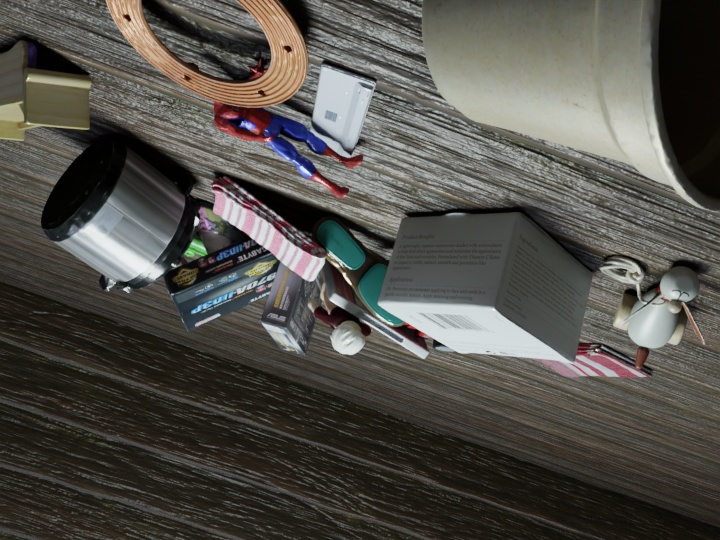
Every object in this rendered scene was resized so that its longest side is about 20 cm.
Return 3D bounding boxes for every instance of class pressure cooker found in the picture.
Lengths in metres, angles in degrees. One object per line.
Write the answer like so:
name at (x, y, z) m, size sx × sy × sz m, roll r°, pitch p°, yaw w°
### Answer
pressure cooker at (-0.342, -0.070, 1.212) m, size 0.175 × 0.180 × 0.200 m, roll -21°, pitch 135°, yaw 34°

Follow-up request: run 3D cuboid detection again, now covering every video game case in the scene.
video game case at (0.023, 0.061, 1.386) m, size 0.199 × 0.017 × 0.143 m, roll 33°, pitch -164°, yaw -21°

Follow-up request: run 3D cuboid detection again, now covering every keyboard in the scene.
keyboard at (-0.024, -0.166, 0.891) m, size 0.056 × 0.011 × 0.200 m, roll 24°, pitch 164°, yaw -1°

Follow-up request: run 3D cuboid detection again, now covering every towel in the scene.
towel at (-0.142, -0.056, 1.246) m, size 0.199 × 0.030 × 0.146 m, roll 37°, pitch 164°, yaw 1°
towel at (0.410, 0.169, 1.507) m, size 0.143 × 0.023 × 0.199 m, roll 25°, pitch 163°, yaw -26°

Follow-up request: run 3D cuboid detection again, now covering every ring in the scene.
ring at (-0.139, -0.224, 0.757) m, size 0.199 × 0.019 × 0.201 m, roll 18°, pitch 154°, yaw 9°

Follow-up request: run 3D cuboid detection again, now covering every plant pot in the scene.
plant pot at (0.142, -0.148, 0.479) m, size 0.183 × 0.202 × 0.200 m, roll 18°, pitch 169°, yaw 47°

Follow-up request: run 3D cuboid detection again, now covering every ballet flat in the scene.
ballet flat at (0.000, 0.000, 1.238) m, size 0.200 × 0.068 × 0.072 m, roll 45°, pitch 176°, yaw -8°
ballet flat at (-0.228, -0.043, 1.404) m, size 0.068 × 0.072 × 0.200 m, roll 6°, pitch 160°, yaw 24°

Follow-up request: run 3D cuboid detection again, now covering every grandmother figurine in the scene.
grandmother figurine at (-0.029, 0.076, 1.354) m, size 0.120 × 0.061 × 0.200 m, roll 13°, pitch -160°, yaw -15°

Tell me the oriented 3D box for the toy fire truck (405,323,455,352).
toy fire truck at (0.089, 0.042, 1.296) m, size 0.198 × 0.130 × 0.176 m, roll 11°, pitch 166°, yaw -13°

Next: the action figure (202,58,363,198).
action figure at (-0.080, -0.152, 0.879) m, size 0.199 × 0.066 × 0.099 m, roll 28°, pitch 167°, yaw -21°

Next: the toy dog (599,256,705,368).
toy dog at (0.378, 0.067, 1.060) m, size 0.131 × 0.097 × 0.200 m, roll 8°, pitch 161°, yaw 30°

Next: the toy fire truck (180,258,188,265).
toy fire truck at (-0.363, -0.054, 1.400) m, size 0.198 × 0.130 × 0.176 m, roll 10°, pitch 157°, yaw -13°

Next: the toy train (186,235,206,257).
toy train at (-0.328, -0.058, 1.531) m, size 0.199 × 0.042 × 0.056 m, roll 23°, pitch 153°, yaw -17°

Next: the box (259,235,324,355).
box at (-0.108, 0.045, 1.408) m, size 0.048 × 0.160 × 0.200 m, roll 14°, pitch 164°, yaw 9°

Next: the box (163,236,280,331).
box at (-0.222, 0.017, 1.392) m, size 0.198 × 0.046 × 0.159 m, roll -24°, pitch 157°, yaw -12°

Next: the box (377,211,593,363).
box at (0.166, 0.024, 1.087) m, size 0.198 × 0.132 × 0.199 m, roll 1°, pitch 158°, yaw 46°

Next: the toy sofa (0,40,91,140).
toy sofa at (-0.423, -0.222, 1.038) m, size 0.199 × 0.099 × 0.082 m, roll 2°, pitch -177°, yaw 44°
